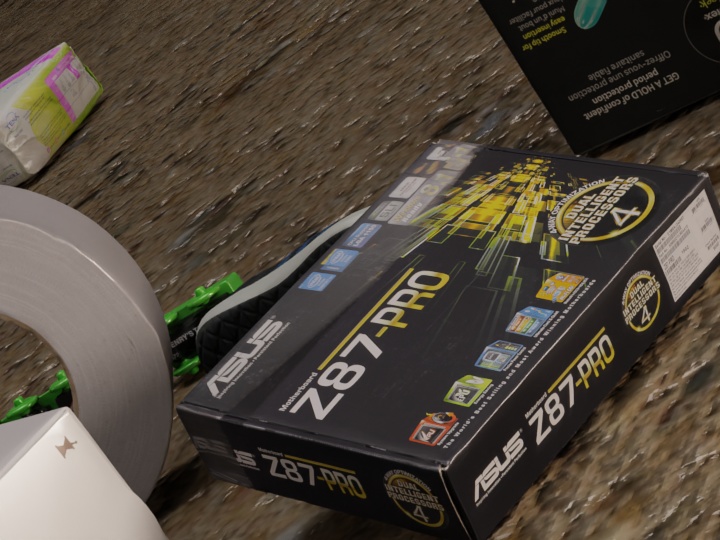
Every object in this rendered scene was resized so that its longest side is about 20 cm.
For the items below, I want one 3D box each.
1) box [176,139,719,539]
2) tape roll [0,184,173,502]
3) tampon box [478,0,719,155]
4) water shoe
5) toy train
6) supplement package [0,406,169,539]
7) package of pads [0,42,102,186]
[{"bbox_3d":[0.042,0.024,1.048,0.161,0.049,0.200,9,44,45],"label":"box"},{"bbox_3d":[-0.193,0.061,1.219,0.200,0.201,0.066,-34,17,5],"label":"tape roll"},{"bbox_3d":[0.137,-0.194,1.272,0.150,0.200,0.126,-24,19,32],"label":"tampon box"},{"bbox_3d":[0.000,0.000,1.236,0.199,0.072,0.079,-23,15,33],"label":"water shoe"},{"bbox_3d":[-0.144,0.063,1.413,0.200,0.042,0.056,-31,7,16],"label":"toy train"},{"bbox_3d":[-0.183,0.154,1.074,0.200,0.121,0.120,-17,23,49],"label":"supplement package"},{"bbox_3d":[-0.340,-0.125,2.300,0.154,0.068,0.200,-28,18,29],"label":"package of pads"}]
